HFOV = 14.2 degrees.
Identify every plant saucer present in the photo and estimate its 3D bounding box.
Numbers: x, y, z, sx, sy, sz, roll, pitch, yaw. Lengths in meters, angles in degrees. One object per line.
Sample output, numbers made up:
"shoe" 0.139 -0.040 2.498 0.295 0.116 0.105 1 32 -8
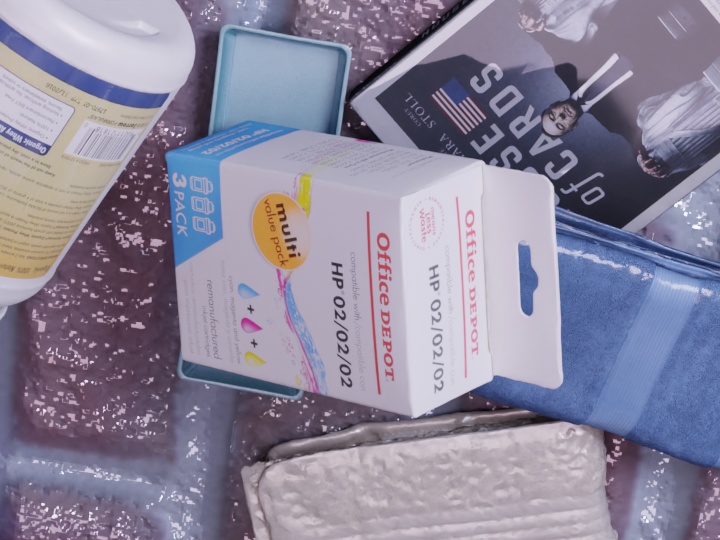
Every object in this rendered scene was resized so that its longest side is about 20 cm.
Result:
"plant saucer" -0.051 -0.031 1.527 0.070 0.019 0.200 10 112 4

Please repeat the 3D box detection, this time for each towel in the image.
"towel" 0.041 0.145 1.570 0.199 0.034 0.133 -7 110 10
"towel" 0.133 0.033 1.491 0.200 0.049 0.112 17 119 -12

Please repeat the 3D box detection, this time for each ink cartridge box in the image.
"ink cartridge box" 0.000 0.000 1.435 0.200 0.068 0.115 11 114 39

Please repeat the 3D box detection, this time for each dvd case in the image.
"dvd case" 0.116 -0.093 1.477 0.200 0.025 0.150 -38 100 18

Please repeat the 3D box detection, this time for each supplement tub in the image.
"supplement tub" -0.190 -0.073 1.464 0.144 0.144 0.200 35 110 -5
